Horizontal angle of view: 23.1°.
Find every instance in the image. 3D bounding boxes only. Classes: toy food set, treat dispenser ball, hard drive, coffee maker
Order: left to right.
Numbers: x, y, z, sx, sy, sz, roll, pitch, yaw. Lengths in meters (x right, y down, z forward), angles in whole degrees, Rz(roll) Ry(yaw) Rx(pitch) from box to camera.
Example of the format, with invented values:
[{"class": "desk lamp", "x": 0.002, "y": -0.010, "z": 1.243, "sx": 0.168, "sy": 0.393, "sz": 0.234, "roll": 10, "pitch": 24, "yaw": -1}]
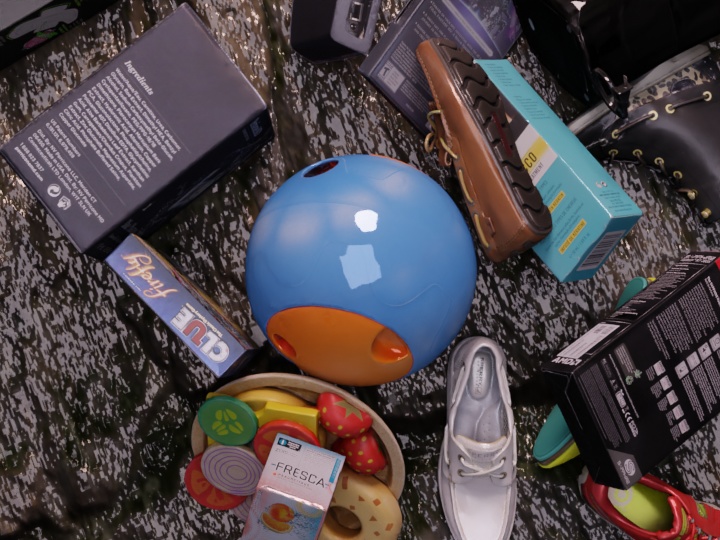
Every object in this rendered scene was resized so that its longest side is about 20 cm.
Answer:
[{"class": "toy food set", "x": -0.059, "y": 0.171, "z": 1.540, "sx": 0.198, "sy": 0.049, "sz": 0.200, "roll": 8, "pitch": 130, "yaw": 10}, {"class": "hard drive", "x": -0.014, "y": -0.289, "z": 1.567, "sx": 0.042, "sy": 0.135, "sz": 0.200, "roll": 11, "pitch": 88, "yaw": -24}, {"class": "treat dispenser ball", "x": 0.000, "y": 0.000, "z": 1.519, "sx": 0.200, "sy": 0.201, "sz": 0.201, "roll": 0, "pitch": 87, "yaw": 0}, {"class": "coffee maker", "x": 0.259, "y": -0.233, "z": 1.537, "sx": 0.200, "sy": 0.135, "sz": 0.192, "roll": -28, "pitch": 63, "yaw": -7}]

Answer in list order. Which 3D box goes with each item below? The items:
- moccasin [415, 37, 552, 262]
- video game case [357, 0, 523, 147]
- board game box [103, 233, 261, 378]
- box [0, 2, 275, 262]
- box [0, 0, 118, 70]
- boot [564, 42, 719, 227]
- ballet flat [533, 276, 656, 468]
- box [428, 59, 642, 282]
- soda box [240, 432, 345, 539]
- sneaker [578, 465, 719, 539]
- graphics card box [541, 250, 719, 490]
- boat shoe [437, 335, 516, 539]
[{"class": "moccasin", "x": 0.094, "y": -0.105, "z": 1.513, "sx": 0.078, "sy": 0.074, "sz": 0.202, "roll": -28, "pitch": 85, "yaw": 31}, {"class": "video game case", "x": 0.093, "y": -0.222, "z": 1.570, "sx": 0.019, "sy": 0.143, "sz": 0.200, "roll": 33, "pitch": 86, "yaw": 37}, {"class": "board game box", "x": -0.149, "y": 0.033, "z": 1.518, "sx": 0.135, "sy": 0.200, "sz": 0.035, "roll": 45, "pitch": 88, "yaw": 3}, {"class": "box", "x": -0.186, "y": -0.111, "z": 1.528, "sx": 0.200, "sy": 0.197, "sz": 0.117, "roll": -39, "pitch": 88, "yaw": -2}, {"class": "box", "x": -0.320, "y": -0.278, "z": 1.574, "sx": 0.200, "sy": 0.124, "sz": 0.149, "roll": -31, "pitch": 87, "yaw": -3}, {"class": "boot", "x": 0.264, "y": -0.096, "z": 1.590, "sx": 0.203, "sy": 0.073, "sz": 0.154, "roll": -35, "pitch": 90, "yaw": 0}, {"class": "ballet flat", "x": 0.232, "y": 0.102, "z": 1.587, "sx": 0.067, "sy": 0.067, "sz": 0.200, "roll": 32, "pitch": 85, "yaw": -20}, {"class": "box", "x": 0.151, "y": -0.089, "z": 1.540, "sx": 0.200, "sy": 0.049, "sz": 0.082, "roll": 52, "pitch": 125, "yaw": 25}, {"class": "soda box", "x": -0.070, "y": 0.235, "z": 1.517, "sx": 0.063, "sy": 0.200, "sz": 0.068, "roll": 20, "pitch": 42, "yaw": 1}, {"class": "sneaker", "x": 0.283, "y": 0.232, "z": 1.565, "sx": 0.200, "sy": 0.085, "sz": 0.077, "roll": 26, "pitch": 89, "yaw": 2}, {"class": "graphics card box", "x": 0.262, "y": 0.085, "z": 1.538, "sx": 0.200, "sy": 0.051, "sz": 0.126, "roll": -36, "pitch": 111, "yaw": -25}, {"class": "boat shoe", "x": 0.105, "y": 0.159, "z": 1.576, "sx": 0.071, "sy": 0.069, "sz": 0.200, "roll": -3, "pitch": 88, "yaw": -2}]
